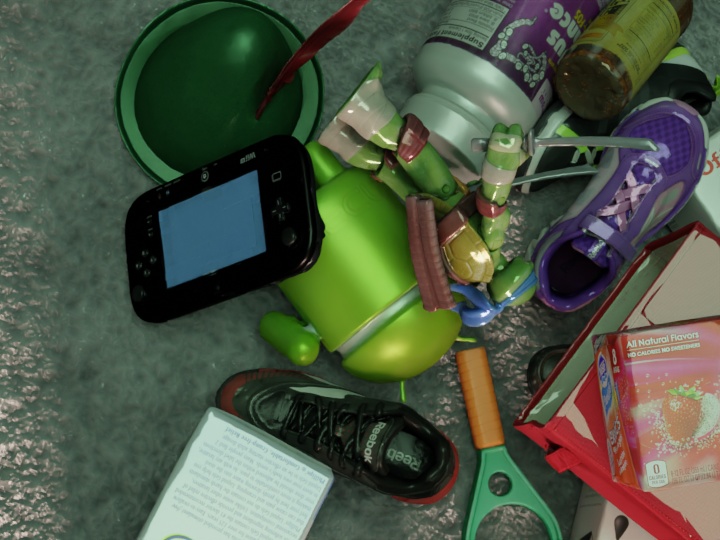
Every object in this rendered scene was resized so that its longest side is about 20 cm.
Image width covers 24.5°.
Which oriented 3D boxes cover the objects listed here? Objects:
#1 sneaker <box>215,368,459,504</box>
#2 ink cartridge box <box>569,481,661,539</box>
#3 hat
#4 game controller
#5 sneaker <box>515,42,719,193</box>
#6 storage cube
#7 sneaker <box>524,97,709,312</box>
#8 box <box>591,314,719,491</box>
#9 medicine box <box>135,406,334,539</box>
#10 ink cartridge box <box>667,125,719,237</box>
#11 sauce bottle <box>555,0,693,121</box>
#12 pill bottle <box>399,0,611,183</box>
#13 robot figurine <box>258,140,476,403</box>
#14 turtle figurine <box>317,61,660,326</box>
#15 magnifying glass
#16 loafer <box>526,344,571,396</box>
[{"bbox_3d":[-0.014,0.122,1.262,0.199,0.098,0.071,20,80,-3],"label":"sneaker"},{"bbox_3d":[0.233,0.247,1.283,0.144,0.084,0.201,17,78,-5],"label":"ink cartridge box"},{"bbox_3d":[-0.094,-0.165,1.261,0.165,0.176,0.200,36,76,-1],"label":"hat"},{"bbox_3d":[-0.106,-0.029,1.244,0.042,0.199,0.105,-4,78,-51],"label":"game controller"},{"bbox_3d":[0.213,-0.116,1.341,0.200,0.072,0.083,-37,70,-17],"label":"sneaker"},{"bbox_3d":[0.239,0.094,1.173,0.180,0.171,0.200,39,85,1],"label":"storage cube"},{"bbox_3d":[0.197,-0.041,1.284,0.080,0.088,0.201,37,112,2],"label":"sneaker"},{"bbox_3d":[0.254,0.074,1.042,0.199,0.095,0.100,-8,86,-3],"label":"box"},{"bbox_3d":[-0.115,0.215,1.185,0.103,0.182,0.201,28,77,-2],"label":"medicine box"},{"bbox_3d":[0.349,-0.036,1.354,0.146,0.084,0.201,-34,87,-13],"label":"ink cartridge box"},{"bbox_3d":[0.224,-0.196,1.324,0.066,0.066,0.200,41,51,0],"label":"sauce bottle"},{"bbox_3d":[0.111,-0.173,1.329,0.112,0.112,0.201,33,77,-2],"label":"pill bottle"},{"bbox_3d":[0.000,0.000,1.277,0.175,0.116,0.200,-38,87,-14],"label":"robot figurine"},{"bbox_3d":[0.080,-0.083,1.209,0.194,0.144,0.200,39,106,-4],"label":"turtle figurine"},{"bbox_3d":[0.108,0.161,1.313,0.079,0.022,0.201,-11,81,-10],"label":"magnifying glass"},{"bbox_3d":[0.231,0.101,1.316,0.199,0.072,0.073,15,79,-5],"label":"loafer"}]
